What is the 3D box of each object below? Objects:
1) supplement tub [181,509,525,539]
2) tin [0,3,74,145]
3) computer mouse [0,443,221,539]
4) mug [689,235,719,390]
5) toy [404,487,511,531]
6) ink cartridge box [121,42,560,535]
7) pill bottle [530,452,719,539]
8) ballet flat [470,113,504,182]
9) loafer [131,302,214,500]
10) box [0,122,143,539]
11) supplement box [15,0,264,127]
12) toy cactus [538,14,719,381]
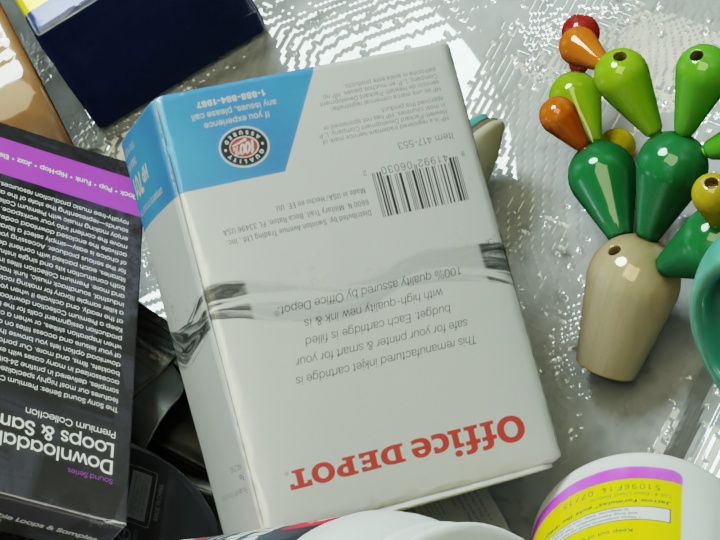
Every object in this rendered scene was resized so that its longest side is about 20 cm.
[{"bbox_3d":[-0.017,0.169,0.890,0.200,0.140,0.141,-16,56,51],"label":"supplement tub"},{"bbox_3d":[-0.192,-0.110,1.182,0.042,0.112,0.200,-29,65,-1],"label":"tin"},{"bbox_3d":[-0.158,0.102,1.008,0.199,0.053,0.139,26,46,-15],"label":"computer mouse"},{"bbox_3d":[0.229,0.067,0.993,0.152,0.114,0.186,-9,63,-35],"label":"mug"},{"bbox_3d":[-0.013,0.177,1.044,0.199,0.047,0.115,-21,64,-21],"label":"toy"},{"bbox_3d":[-0.011,0.012,1.029,0.146,0.086,0.201,-12,84,-20],"label":"ink cartridge box"},{"bbox_3d":[0.116,0.173,0.948,0.104,0.105,0.200,-4,30,11],"label":"pill bottle"},{"bbox_3d":[0.000,0.000,1.127,0.200,0.070,0.070,-33,64,-1],"label":"ballet flat"},{"bbox_3d":[-0.101,0.060,1.069,0.200,0.070,0.068,25,105,-8],"label":"loafer"},{"bbox_3d":[-0.170,0.019,1.001,0.142,0.036,0.201,18,48,-23],"label":"box"},{"bbox_3d":[-0.152,-0.199,1.213,0.109,0.109,0.200,-32,65,-2],"label":"supplement box"},{"bbox_3d":[0.145,-0.030,1.079,0.200,0.102,0.166,32,113,43],"label":"toy cactus"}]
